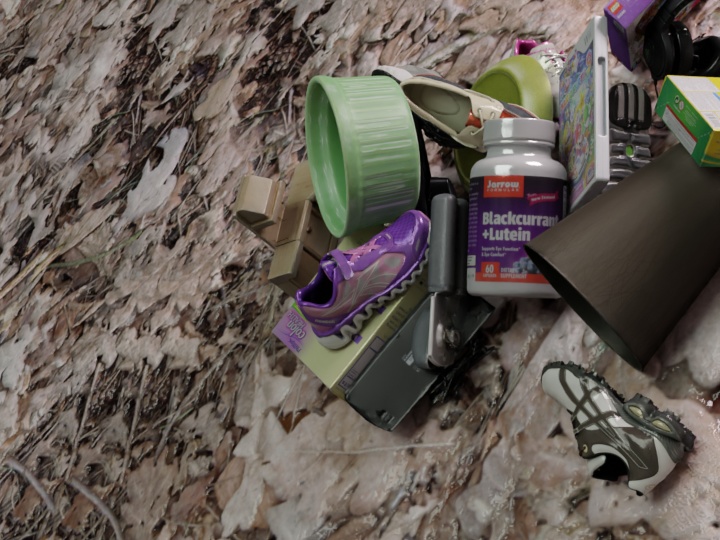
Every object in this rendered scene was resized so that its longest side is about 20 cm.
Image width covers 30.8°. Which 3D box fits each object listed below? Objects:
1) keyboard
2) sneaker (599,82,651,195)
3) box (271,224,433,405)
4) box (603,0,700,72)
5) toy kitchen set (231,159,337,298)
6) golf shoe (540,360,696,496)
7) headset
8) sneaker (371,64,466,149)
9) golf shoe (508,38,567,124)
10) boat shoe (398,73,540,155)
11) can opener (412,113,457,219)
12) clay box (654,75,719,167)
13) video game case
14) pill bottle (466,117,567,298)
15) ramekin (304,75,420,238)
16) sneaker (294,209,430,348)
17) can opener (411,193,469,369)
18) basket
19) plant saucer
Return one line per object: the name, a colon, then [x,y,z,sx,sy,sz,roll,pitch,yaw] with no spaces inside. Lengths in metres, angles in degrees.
keyboard: [0.080,0.108,1.553,0.104,0.040,0.200,41,89,16]
sneaker: [0.289,-0.109,1.523,0.115,0.075,0.201,151,129,-72]
box: [0.014,0.056,1.642,0.200,0.097,0.176,-51,36,-1]
box: [0.348,-0.316,1.527,0.137,0.200,0.039,-45,77,5]
toy kitchen set: [-0.050,-0.091,1.780,0.180,0.163,0.200,-18,48,38]
golf shoe: [0.239,0.158,1.327,0.095,0.078,0.200,-56,35,-5]
headset: [0.369,-0.250,1.504,0.200,0.123,0.094,-61,29,29]
sneaker: [0.098,-0.223,1.703,0.079,0.074,0.200,-21,41,-29]
golf shoe: [0.239,-0.237,1.643,0.200,0.075,0.092,34,121,53]
boat shoe: [0.137,-0.184,1.579,0.200,0.063,0.071,31,105,24]
can opener: [0.073,-0.139,1.686,0.078,0.200,0.063,-14,13,10]
clay box: [0.418,-0.151,1.342,0.115,0.200,0.048,-111,28,-50]
video game case: [0.253,-0.168,1.491,0.143,0.018,0.200,112,162,-70]
pill bottle: [0.179,-0.069,1.493,0.111,0.111,0.201,0,88,47]
ramekin: [0.003,-0.146,1.615,0.097,0.200,0.200,-10,36,-14]
sneaker: [0.000,0.000,1.549,0.200,0.088,0.081,-45,35,7]
can opener: [0.087,0.014,1.515,0.067,0.053,0.201,-5,78,37]
basket: [0.303,-0.027,1.363,0.200,0.180,0.136,-42,-2,-1]
plant saucer: [0.171,-0.177,1.657,0.200,0.031,0.200,-28,57,57]
